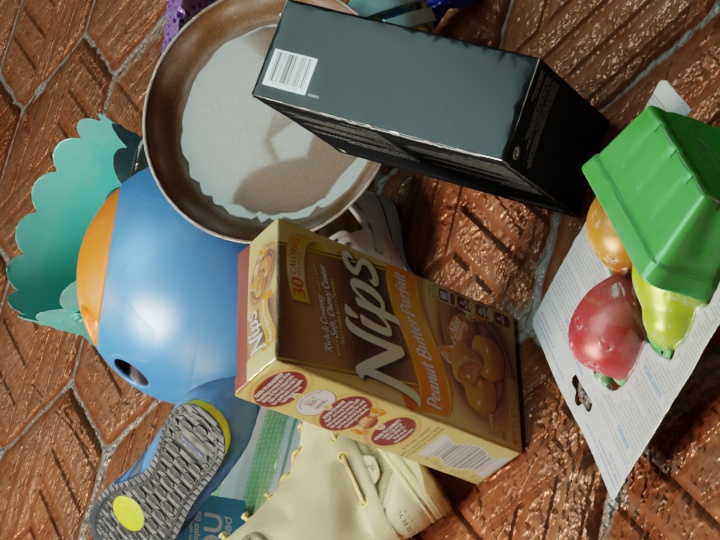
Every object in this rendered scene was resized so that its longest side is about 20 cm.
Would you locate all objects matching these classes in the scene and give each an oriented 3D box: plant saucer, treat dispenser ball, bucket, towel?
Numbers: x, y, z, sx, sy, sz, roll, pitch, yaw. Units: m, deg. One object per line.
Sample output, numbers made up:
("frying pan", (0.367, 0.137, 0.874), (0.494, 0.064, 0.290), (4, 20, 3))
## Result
("plant saucer", (-0.066, -0.115, 1.594), (0.200, 0.032, 0.201), (-3, 78, 15))
("treat dispenser ball", (-0.125, 0.008, 1.689), (0.201, 0.201, 0.201), (-39, 38, 40))
("bucket", (-0.220, -0.026, 1.947), (0.207, 0.135, 0.208), (-40, 37, 39))
("towel", (-0.054, 0.168, 1.640), (0.200, 0.031, 0.150), (-4, 69, 57))

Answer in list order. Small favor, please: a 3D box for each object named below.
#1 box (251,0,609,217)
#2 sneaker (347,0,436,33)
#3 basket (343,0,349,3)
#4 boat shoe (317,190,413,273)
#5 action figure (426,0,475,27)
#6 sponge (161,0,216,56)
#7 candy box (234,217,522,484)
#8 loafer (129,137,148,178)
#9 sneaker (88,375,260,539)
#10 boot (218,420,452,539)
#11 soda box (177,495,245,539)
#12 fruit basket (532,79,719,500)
("box", (0.049, -0.111, 1.453), (0.200, 0.141, 0.079), (17, 82, 28))
("sneaker", (0.042, -0.159, 1.600), (0.200, 0.079, 0.131), (24, 129, 61))
("basket", (-0.044, -0.299, 1.841), (0.200, 0.142, 0.149), (-35, 41, 45))
("boat shoe", (0.000, 0.000, 1.618), (0.071, 0.070, 0.200), (-50, 32, 28))
("action figure", (0.037, -0.198, 1.712), (0.200, 0.065, 0.052), (-48, 55, 29))
("sponge", (-0.129, -0.172, 1.925), (0.030, 0.111, 0.200), (-35, 41, 41))
("candy box", (0.013, 0.056, 1.417), (0.055, 0.200, 0.116), (-41, 38, 40))
("loafer", (-0.155, -0.030, 1.822), (0.072, 0.073, 0.201), (-76, -19, -70))
("sneaker", (-0.131, 0.148, 1.573), (0.200, 0.066, 0.078), (-51, -8, 38))
("boot", (-0.045, 0.152, 1.502), (0.155, 0.073, 0.200), (-39, 46, -6))
("soda box", (-0.137, 0.273, 1.621), (0.064, 0.068, 0.201), (-22, 61, 53))
("fruit basket", (0.179, 0.011, 1.312), (0.185, 0.093, 0.200), (-111, 35, -53))
